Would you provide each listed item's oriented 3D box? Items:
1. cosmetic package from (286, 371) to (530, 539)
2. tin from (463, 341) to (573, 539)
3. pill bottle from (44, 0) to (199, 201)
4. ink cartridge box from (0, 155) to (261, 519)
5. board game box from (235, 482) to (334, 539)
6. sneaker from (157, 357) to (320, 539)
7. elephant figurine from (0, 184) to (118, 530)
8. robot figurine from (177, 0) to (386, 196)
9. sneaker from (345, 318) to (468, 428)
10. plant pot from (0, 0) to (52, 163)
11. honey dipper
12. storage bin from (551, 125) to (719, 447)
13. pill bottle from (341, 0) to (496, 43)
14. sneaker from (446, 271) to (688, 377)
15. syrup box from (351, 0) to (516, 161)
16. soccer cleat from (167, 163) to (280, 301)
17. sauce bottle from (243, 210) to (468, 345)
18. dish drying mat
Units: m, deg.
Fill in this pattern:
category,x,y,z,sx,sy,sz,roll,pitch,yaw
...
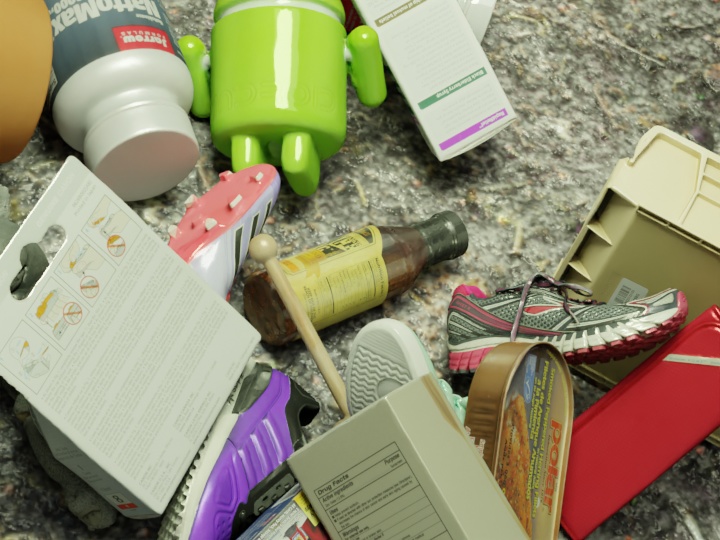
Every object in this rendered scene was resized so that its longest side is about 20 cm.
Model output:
category,x,y,z,sx,sy,sz,roll,pitch,yaw
cosmetic package,0.048,0.184,1.121,0.071,0.105,0.201,-22,81,-57
tin,0.112,0.152,1.213,0.112,0.042,0.202,19,77,-51
pill bottle,-0.203,-0.164,1.354,0.118,0.120,0.201,-10,59,-25
ink cartridge box,-0.178,0.049,1.135,0.200,0.050,0.163,44,56,-24
board game box,-0.026,0.266,1.114,0.201,0.061,0.200,55,38,-2
sneaker,-0.078,0.155,1.196,0.099,0.070,0.201,25,52,-7
elephant figurine,-0.227,0.061,1.194,0.199,0.156,0.142,31,7,-8
robot figurine,-0.069,-0.165,1.383,0.173,0.116,0.202,-3,74,10
sneaker,0.058,0.099,1.227,0.073,0.202,0.118,5,36,36
plant pot,-0.328,-0.162,1.276,0.139,0.200,0.202,9,51,-32
honey dipper,-0.031,0.062,1.255,0.038,0.038,0.201,-27,88,-33
storage bin,0.262,0.015,1.328,0.197,0.201,0.094,28,49,4
pill bottle,0.024,-0.265,1.511,0.198,0.113,0.113,20,51,-4
sneaker,0.157,0.036,1.289,0.198,0.080,0.076,-9,79,23
syrup box,0.053,-0.201,1.425,0.081,0.079,0.201,-27,99,3
soccer cleat,-0.119,0.001,1.282,0.066,0.077,0.201,3,47,42
sauce bottle,0.000,0.000,1.341,0.199,0.066,0.066,-22,64,-33
dish drying mat,0.218,0.118,1.266,0.077,0.200,0.018,53,14,21
